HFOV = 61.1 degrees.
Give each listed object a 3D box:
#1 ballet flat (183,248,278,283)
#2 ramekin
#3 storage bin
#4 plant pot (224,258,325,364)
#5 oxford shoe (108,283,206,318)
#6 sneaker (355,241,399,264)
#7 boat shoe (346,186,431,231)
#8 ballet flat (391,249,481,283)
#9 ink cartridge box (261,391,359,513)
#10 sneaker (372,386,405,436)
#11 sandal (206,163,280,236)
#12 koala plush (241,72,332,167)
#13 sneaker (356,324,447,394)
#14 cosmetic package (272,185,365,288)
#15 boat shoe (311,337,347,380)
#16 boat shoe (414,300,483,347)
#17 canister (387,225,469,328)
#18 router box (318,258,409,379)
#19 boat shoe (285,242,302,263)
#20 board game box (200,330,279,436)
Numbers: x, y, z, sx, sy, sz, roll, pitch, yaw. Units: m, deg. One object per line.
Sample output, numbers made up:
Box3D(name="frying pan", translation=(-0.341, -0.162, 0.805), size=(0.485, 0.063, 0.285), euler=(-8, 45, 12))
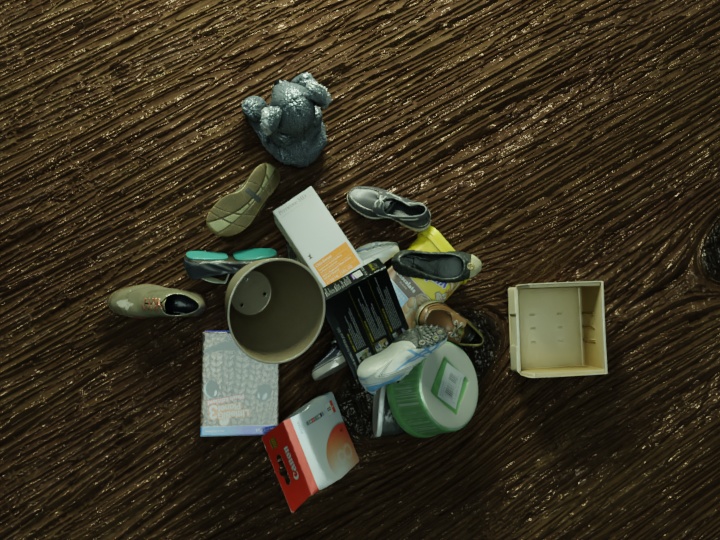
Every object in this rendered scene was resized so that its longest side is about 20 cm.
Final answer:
Box3D(name="ballet flat", translation=(-0.270, -0.007, 1.282), size=(0.194, 0.073, 0.075), euler=(-3, 88, -16))
Box3D(name="ramekin", translation=(0.157, 0.245, 1.282), size=(0.196, 0.097, 0.206), euler=(12, 70, -35))
Box3D(name="storage bin", translation=(0.442, 0.131, 1.382), size=(0.193, 0.094, 0.206), euler=(-1, 88, -10))
Box3D(name="plant pot", translation=(-0.188, 0.058, 1.176), size=(0.183, 0.199, 0.193), euler=(-5, 100, -25))
Box3D(name="oxford shoe", translation=(-0.416, 0.062, 1.242), size=(0.194, 0.075, 0.073), euler=(-1, 88, -10))
Box3D(name="sneaker", translation=(0.000, 0.000, 1.330), size=(0.196, 0.075, 0.089), euler=(-28, 100, -2))
Box3D(name="boat shoe", translation=(0.060, -0.146, 1.319), size=(0.196, 0.063, 0.074), euler=(21, 74, 13))
Box3D(name="ballet flat", translation=(0.160, -0.008, 1.270), size=(0.194, 0.057, 0.069), euler=(1, 90, -8))
Box3D(name="ink cartridge box", translation=(-0.096, 0.361, 1.238), size=(0.049, 0.199, 0.166), euler=(-21, 92, 32))
Box3D(name="sneaker", translation=(0.083, 0.259, 1.328), size=(0.096, 0.071, 0.206), euler=(5, 90, -13))
Box3D(name="sandal", translation=(-0.246, -0.145, 1.299), size=(0.080, 0.054, 0.201), euler=(43, 66, -11))
Box3D(name="koala plush", translation=(-0.137, -0.317, 1.248), size=(0.174, 0.200, 0.187), euler=(-26, 92, -10))
Box3D(name="sneaker", translation=(0.086, 0.174, 1.210), size=(0.197, 0.072, 0.073), euler=(-29, 125, -1))
Box3D(name="cosmetic package", translation=(-0.085, -0.056, 1.254), size=(0.100, 0.071, 0.202), euler=(-34, 81, -11))
Box3D(name="boat shoe", translation=(-0.036, 0.147, 1.317), size=(0.197, 0.075, 0.094), euler=(-32, 76, -9))
Box3D(name="boat shoe", translation=(0.196, 0.117, 1.300), size=(0.198, 0.067, 0.074), euler=(19, 95, -45))
Box3D(name="canister", translation=(0.127, 0.027, 1.336), size=(0.200, 0.086, 0.149), euler=(-45, 96, -8))
Box3D(name="router box", translation=(0.013, 0.099, 1.221), size=(0.147, 0.051, 0.203), euler=(-27, 118, -7))
Box3D(name="boat shoe", translation=(-0.136, 0.038, 1.300), size=(0.064, 0.072, 0.207), euler=(2, 81, -4))
Box3D(name="board game box", translation=(-0.245, 0.227, 1.254), size=(0.155, 0.097, 0.206), euler=(0, 87, -10))
